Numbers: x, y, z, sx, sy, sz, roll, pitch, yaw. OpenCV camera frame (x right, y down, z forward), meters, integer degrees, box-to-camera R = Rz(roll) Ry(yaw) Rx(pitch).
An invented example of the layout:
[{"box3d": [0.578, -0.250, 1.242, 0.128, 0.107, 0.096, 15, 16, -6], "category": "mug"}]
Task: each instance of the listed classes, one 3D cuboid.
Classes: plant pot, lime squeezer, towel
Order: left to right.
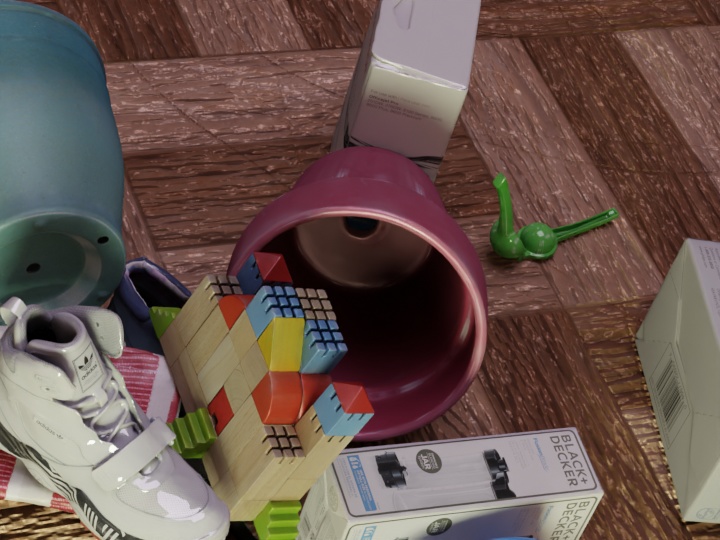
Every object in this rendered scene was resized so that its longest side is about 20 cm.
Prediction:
[{"box3d": [-0.258, -0.061, 1.437, 0.198, 0.201, 0.189, -6, 48, -25], "category": "plant pot"}, {"box3d": [-0.225, 0.097, 1.333, 0.198, 0.023, 0.145, 11, 45, -3], "category": "towel"}, {"box3d": [0.000, 0.000, 1.499, 0.198, 0.201, 0.179, 16, 29, -5], "category": "plant pot"}, {"box3d": [0.148, -0.041, 1.672, 0.038, 0.071, 0.199, 32, 12, 35], "category": "lime squeezer"}]

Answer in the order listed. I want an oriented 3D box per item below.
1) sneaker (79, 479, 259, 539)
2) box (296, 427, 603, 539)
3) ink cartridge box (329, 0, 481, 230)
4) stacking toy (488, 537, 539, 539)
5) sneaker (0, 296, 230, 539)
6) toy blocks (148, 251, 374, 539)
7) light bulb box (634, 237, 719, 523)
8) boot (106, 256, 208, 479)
[{"box3d": [-0.130, 0.163, 1.357, 0.200, 0.083, 0.078, 38, 47, 19], "category": "sneaker"}, {"box3d": [0.060, 0.176, 1.390, 0.198, 0.117, 0.060, -3, 48, -24], "category": "box"}, {"box3d": [0.030, -0.130, 1.613, 0.083, 0.201, 0.145, 15, 44, -5], "category": "ink cartridge box"}, {"box3d": [0.103, 0.292, 1.317, 0.115, 0.110, 0.201, -19, 66, -15], "category": "stacking toy"}, {"box3d": [-0.164, 0.099, 1.255, 0.199, 0.115, 0.075, 33, 49, 15], "category": "sneaker"}, {"box3d": [-0.064, 0.067, 1.318, 0.099, 0.137, 0.201, 4, 49, -37], "category": "toy blocks"}, {"box3d": [0.349, 0.094, 1.567, 0.198, 0.125, 0.199, 7, 45, -15], "category": "light bulb box"}, {"box3d": [-0.123, 0.084, 1.429, 0.072, 0.091, 0.200, -28, 61, -38], "category": "boot"}]
